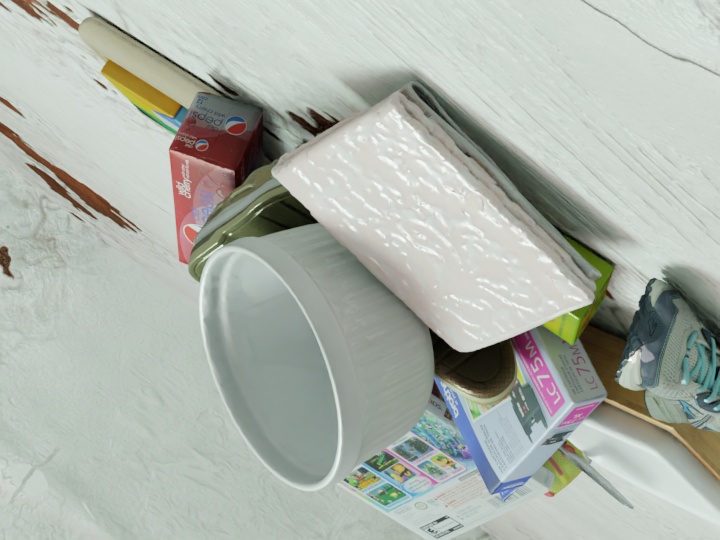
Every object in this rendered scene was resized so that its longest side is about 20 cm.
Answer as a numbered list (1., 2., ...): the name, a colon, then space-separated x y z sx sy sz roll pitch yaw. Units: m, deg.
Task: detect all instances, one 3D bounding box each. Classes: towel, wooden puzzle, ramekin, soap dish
1. towel: 0.051 -0.032 1.356 0.200 0.032 0.191 45 150 -11
2. wooden puzzle: -0.168 -0.146 1.816 0.184 0.037 0.200 33 171 17
3. ramekin: -0.030 0.058 1.503 0.200 0.104 0.202 38 139 42
4. soap dish: 0.231 0.120 1.569 0.157 0.082 0.199 42 170 -37

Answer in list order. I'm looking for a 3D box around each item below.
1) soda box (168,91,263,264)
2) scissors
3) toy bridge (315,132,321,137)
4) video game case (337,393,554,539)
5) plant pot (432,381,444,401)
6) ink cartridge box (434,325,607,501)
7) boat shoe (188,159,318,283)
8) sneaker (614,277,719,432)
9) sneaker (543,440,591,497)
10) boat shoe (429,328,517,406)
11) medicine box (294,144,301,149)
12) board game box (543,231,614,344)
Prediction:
1. soda box: -0.126 -0.072 1.730 0.063 0.070 0.201 19 152 8
2. scissors: 0.176 0.150 1.682 0.199 0.014 0.073 34 -167 35
3. toy bridge: 0.039 -0.051 1.559 0.199 0.027 0.067 34 170 17
4. video game case: 0.057 0.185 1.854 0.181 0.024 0.200 33 144 -16
5. plant pot: 0.009 0.124 1.996 0.199 0.201 0.179 36 177 -11
6. ink cartridge box: 0.118 0.097 1.560 0.120 0.042 0.200 65 151 22
7. boat shoe: -0.067 -0.054 1.573 0.199 0.069 0.075 -26 134 38
8. sneaker: 0.235 0.064 1.337 0.086 0.078 0.200 17 172 25
9. sneaker: 0.131 0.141 1.867 0.199 0.091 0.078 34 174 18
10. boat shoe: 0.062 0.043 1.545 0.200 0.071 0.076 53 165 38
11. medicine box: 0.000 0.000 1.736 0.199 0.103 0.182 35 171 5
12. board game box: 0.088 -0.027 1.434 0.199 0.048 0.102 34 171 10
